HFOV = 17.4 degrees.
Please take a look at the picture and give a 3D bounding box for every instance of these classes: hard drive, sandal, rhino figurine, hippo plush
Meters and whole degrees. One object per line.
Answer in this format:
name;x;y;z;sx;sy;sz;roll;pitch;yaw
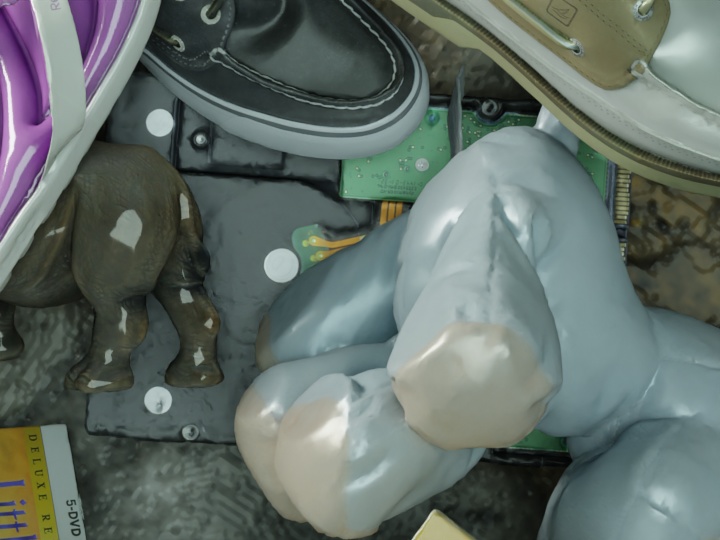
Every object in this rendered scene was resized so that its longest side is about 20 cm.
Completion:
hard drive;0.000;0.000;0.892;0.200;0.038;0.140;3;91;-2
sandal;-0.122;-0.070;0.798;0.082;0.050;0.203;16;84;15
rhino figurine;-0.143;-0.008;0.858;0.200;0.060;0.087;5;97;23
hippo plush;0.063;0.045;0.828;0.161;0.159;0.200;40;46;-19

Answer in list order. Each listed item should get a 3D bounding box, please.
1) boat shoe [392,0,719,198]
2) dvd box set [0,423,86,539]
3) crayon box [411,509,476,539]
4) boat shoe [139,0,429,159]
boat shoe;0.082;-0.090;0.757;0.200;0.068;0.075;28;59;17
dvd box set;-0.193;0.125;0.828;0.200;0.029;0.146;-3;50;-14
crayon box;0.064;0.176;0.708;0.200;0.052;0.126;37;89;-3
boat shoe;-0.063;-0.112;0.849;0.200;0.066;0.070;36;74;14
